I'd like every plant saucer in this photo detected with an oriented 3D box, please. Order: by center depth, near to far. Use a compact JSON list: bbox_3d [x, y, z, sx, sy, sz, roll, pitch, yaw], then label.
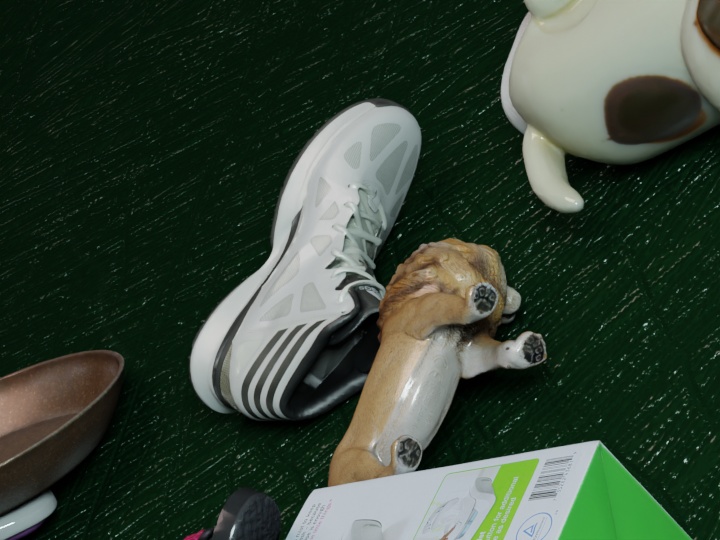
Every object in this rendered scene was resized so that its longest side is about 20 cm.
[{"bbox_3d":[-0.221,0.109,1.571,0.200,0.037,0.200,-24,15,7],"label":"plant saucer"}]

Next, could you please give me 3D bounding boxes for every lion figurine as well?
[{"bbox_3d":[0.024,0.067,1.314,0.200,0.072,0.122,-58,23,-19],"label":"lion figurine"}]

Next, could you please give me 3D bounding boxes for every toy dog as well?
[{"bbox_3d":[0.164,-0.121,1.324,0.200,0.140,0.194,4,55,54],"label":"toy dog"}]

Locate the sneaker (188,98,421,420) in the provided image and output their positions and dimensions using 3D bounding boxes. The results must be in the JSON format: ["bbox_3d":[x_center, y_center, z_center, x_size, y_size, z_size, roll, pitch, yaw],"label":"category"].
[{"bbox_3d":[0.000,0.000,1.460,0.115,0.076,0.201,14,68,49],"label":"sneaker"}]

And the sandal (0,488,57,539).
[{"bbox_3d":[-0.259,0.179,1.564,0.203,0.050,0.082,-23,16,12],"label":"sandal"}]

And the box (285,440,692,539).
[{"bbox_3d":[0.025,0.182,1.113,0.176,0.097,0.200,-15,38,44],"label":"box"}]

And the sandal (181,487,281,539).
[{"bbox_3d":[-0.072,0.153,1.219,0.075,0.045,0.200,-61,-8,-26],"label":"sandal"}]

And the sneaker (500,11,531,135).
[{"bbox_3d":[0.120,-0.132,1.490,0.088,0.075,0.200,-31,21,49],"label":"sneaker"}]
